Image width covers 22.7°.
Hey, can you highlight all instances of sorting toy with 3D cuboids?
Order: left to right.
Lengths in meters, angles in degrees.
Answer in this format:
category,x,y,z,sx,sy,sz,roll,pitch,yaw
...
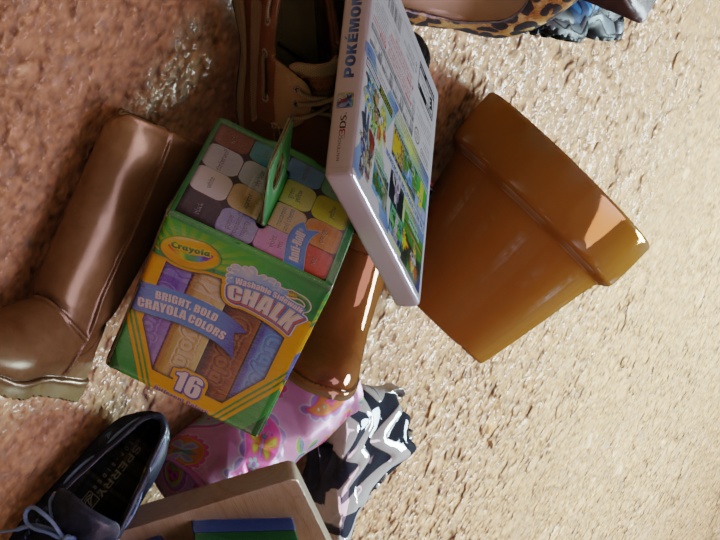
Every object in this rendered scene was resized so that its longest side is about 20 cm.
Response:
category,x,y,z,sx,sy,sz,roll,pitch,yaw
sorting toy,-0.118,0.255,1.430,0.197,0.070,0.201,-17,143,2

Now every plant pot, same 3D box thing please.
category,x,y,z,sx,sy,sz,roll,pitch,yaw
plant pot,0.126,-0.025,1.614,0.183,0.200,0.200,-46,151,4

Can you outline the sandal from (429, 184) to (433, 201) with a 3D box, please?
category,x,y,z,sx,sy,sz,roll,pitch,yaw
sandal,0.029,-0.046,1.562,0.075,0.045,0.201,3,111,-59

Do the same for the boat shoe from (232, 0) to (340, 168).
category,x,y,z,sx,sy,sz,roll,pitch,yaw
boat shoe,-0.046,-0.137,1.267,0.075,0.074,0.202,-18,108,-26

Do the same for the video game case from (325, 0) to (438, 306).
category,x,y,z,sx,sy,sz,roll,pitch,yaw
video game case,0.018,-0.099,1.268,0.200,0.022,0.184,61,31,-60

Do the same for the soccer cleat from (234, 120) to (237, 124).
category,x,y,z,sx,sy,sz,roll,pitch,yaw
soccer cleat,-0.061,-0.109,1.357,0.199,0.073,0.068,-28,160,-22

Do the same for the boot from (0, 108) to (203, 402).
category,x,y,z,sx,sy,sz,roll,pitch,yaw
boot,-0.196,-0.016,1.202,0.201,0.066,0.175,-64,164,3

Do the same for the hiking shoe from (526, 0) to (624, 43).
category,x,y,z,sx,sy,sz,roll,pitch,yaw
hiking shoe,0.189,-0.256,1.639,0.200,0.074,0.087,-18,119,-63

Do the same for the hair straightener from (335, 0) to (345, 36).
category,x,y,z,sx,sy,sz,roll,pitch,yaw
hair straightener,-0.011,-0.220,1.279,0.041,0.077,0.202,-14,113,-21

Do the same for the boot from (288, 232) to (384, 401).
category,x,y,z,sx,sy,sz,roll,pitch,yaw
boot,0.000,0.000,1.411,0.156,0.076,0.200,-63,-178,27

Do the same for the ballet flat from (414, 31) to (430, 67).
category,x,y,z,sx,sy,sz,roll,pitch,yaw
ballet flat,-0.008,-0.110,1.430,0.200,0.066,0.057,-49,166,-19

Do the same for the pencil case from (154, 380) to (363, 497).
category,x,y,z,sx,sy,sz,roll,pitch,yaw
pencil case,-0.086,0.137,1.490,0.200,0.087,0.088,-41,145,-35

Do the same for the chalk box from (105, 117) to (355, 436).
category,x,y,z,sx,sy,sz,roll,pitch,yaw
chalk box,-0.077,-0.011,1.243,0.201,0.123,0.125,-61,-176,39

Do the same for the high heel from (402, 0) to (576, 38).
category,x,y,z,sx,sy,sz,roll,pitch,yaw
high heel,0.076,-0.217,1.350,0.142,0.199,0.072,1,84,-62

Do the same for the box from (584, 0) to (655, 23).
category,x,y,z,sx,sy,sz,roll,pitch,yaw
box,0.171,-0.331,1.432,0.167,0.163,0.200,-61,152,-4

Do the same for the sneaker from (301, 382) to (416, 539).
category,x,y,z,sx,sy,sz,roll,pitch,yaw
sneaker,-0.001,0.191,1.676,0.129,0.079,0.201,-14,116,-44

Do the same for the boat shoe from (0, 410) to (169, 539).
category,x,y,z,sx,sy,sz,roll,pitch,yaw
boat shoe,-0.211,0.179,1.322,0.201,0.084,0.069,-63,-173,-26
